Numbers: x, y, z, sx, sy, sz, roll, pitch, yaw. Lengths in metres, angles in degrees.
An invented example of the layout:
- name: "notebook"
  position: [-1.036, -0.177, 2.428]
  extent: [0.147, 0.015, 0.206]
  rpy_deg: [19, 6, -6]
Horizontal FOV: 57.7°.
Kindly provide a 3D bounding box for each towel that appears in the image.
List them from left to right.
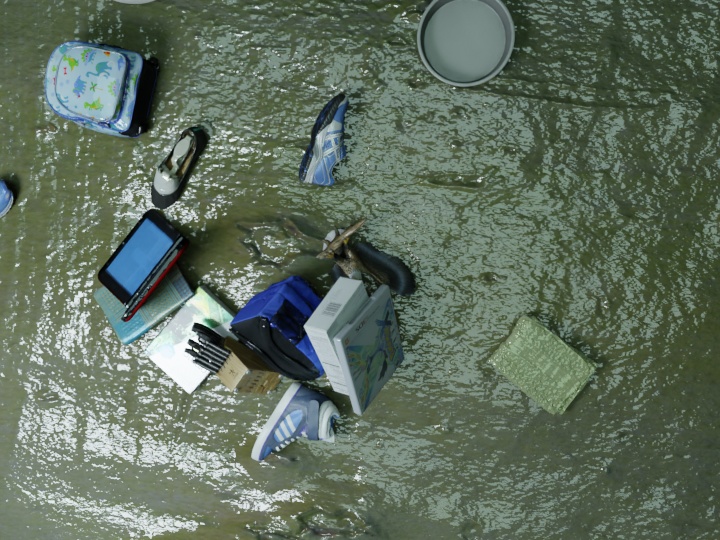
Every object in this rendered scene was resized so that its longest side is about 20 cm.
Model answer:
- name: "towel"
  position: [-0.477, 0.053, 1.442]
  extent: [0.200, 0.022, 0.147]
  rpy_deg: [-36, 78, 5]
- name: "towel"
  position: [0.389, 0.202, 1.398]
  extent: [0.200, 0.036, 0.149]
  rpy_deg: [36, 97, 0]

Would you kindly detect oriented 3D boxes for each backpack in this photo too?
- name: "backpack"
  position: [-0.553, -0.386, 1.366]
  extent: [0.199, 0.147, 0.184]
  rpy_deg: [13, 93, 6]
- name: "backpack"
  position: [-0.134, 0.123, 1.356]
  extent: [0.200, 0.162, 0.168]
  rpy_deg: [48, 60, -16]

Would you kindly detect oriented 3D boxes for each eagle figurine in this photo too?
- name: "eagle figurine"
  position: [-0.001, 0.005, 1.382]
  extent: [0.152, 0.151, 0.200]
  rpy_deg: [-12, 132, 43]

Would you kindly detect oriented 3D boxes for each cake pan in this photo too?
- name: "cake pan"
  position: [0.217, -0.481, 1.357]
  extent: [0.200, 0.037, 0.201]
  rpy_deg: [0, 94, 4]

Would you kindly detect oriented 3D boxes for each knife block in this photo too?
- name: "knife block"
  position: [-0.280, 0.186, 1.409]
  extent: [0.176, 0.200, 0.064]
  rpy_deg: [41, 99, 30]

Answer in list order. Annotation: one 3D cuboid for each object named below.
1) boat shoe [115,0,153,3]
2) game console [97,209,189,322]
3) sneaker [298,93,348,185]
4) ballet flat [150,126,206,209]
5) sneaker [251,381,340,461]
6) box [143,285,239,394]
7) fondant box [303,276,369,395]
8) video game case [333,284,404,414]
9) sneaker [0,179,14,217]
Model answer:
- name: "boat shoe"
  position: [-0.448, -0.623, 1.383]
  extent: [0.199, 0.072, 0.069]
  rpy_deg: [-10, 72, 11]
- name: "game console"
  position: [-0.470, -0.015, 1.383]
  extent: [0.119, 0.172, 0.200]
  rpy_deg: [38, 91, -14]
- name: "sneaker"
  position: [-0.065, -0.275, 1.385]
  extent: [0.077, 0.076, 0.200]
  rpy_deg: [20, 96, -20]
- name: "ballet flat"
  position: [-0.403, -0.224, 1.406]
  extent: [0.068, 0.068, 0.200]
  rpy_deg: [29, 96, 1]
- name: "sneaker"
  position: [-0.132, 0.358, 1.423]
  extent: [0.146, 0.081, 0.200]
  rpy_deg: [31, 90, 5]
- name: "box"
  position: [-0.362, 0.153, 1.448]
  extent: [0.144, 0.036, 0.200]
  rpy_deg: [41, 94, 0]
- name: "fondant box"
  position: [-0.025, 0.134, 1.315]
  extent: [0.058, 0.144, 0.200]
  rpy_deg: [11, 138, 31]
- name: "video game case"
  position: [0.023, 0.159, 1.322]
  extent: [0.022, 0.182, 0.200]
  rpy_deg: [11, 130, 33]
- name: "sneaker"
  position: [-0.857, -0.136, 1.434]
  extent: [0.200, 0.089, 0.079]
  rpy_deg: [-28, 93, 5]
